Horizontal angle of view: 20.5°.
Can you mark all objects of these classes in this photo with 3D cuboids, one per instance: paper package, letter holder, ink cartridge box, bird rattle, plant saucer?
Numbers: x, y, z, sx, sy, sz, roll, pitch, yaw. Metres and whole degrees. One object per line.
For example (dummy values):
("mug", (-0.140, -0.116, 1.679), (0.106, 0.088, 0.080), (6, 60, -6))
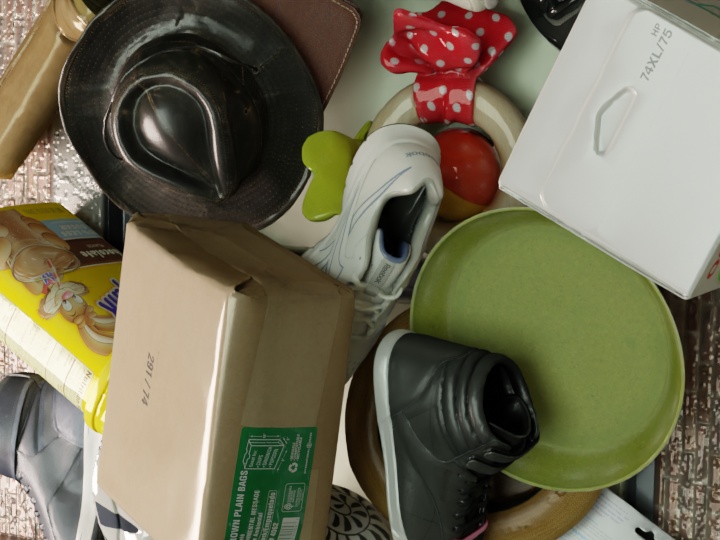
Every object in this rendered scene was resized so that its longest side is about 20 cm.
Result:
("paper package", (-0.095, 0.082, 1.355), (0.190, 0.103, 0.202), (30, 114, 58))
("letter holder", (-0.096, -0.150, 1.477), (0.141, 0.101, 0.201), (27, 111, -10))
("ink cartridge box", (0.210, -0.088, 1.264), (0.145, 0.200, 0.148), (33, 110, 20))
("bird rattle", (0.057, -0.092, 1.424), (0.163, 0.113, 0.200), (42, 103, 1))
("plant saucer", (0.126, 0.049, 1.313), (0.198, 0.031, 0.202), (14, 117, 28))

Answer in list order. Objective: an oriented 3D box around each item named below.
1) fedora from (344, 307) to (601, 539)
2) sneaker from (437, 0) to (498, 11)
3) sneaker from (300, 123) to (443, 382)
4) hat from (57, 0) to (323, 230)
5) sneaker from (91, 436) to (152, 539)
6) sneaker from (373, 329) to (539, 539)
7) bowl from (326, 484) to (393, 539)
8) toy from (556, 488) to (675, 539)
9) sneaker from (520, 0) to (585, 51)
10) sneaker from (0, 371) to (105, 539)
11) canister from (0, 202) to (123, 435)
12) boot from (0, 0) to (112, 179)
("fedora", (0.089, 0.107, 1.418), (0.199, 0.082, 0.203), (2, 96, 19))
("sneaker", (0.019, -0.222, 1.388), (0.200, 0.081, 0.075), (37, 157, 41))
("sneaker", (0.000, 0.000, 1.356), (0.074, 0.087, 0.201), (16, 110, -15))
("hat", (-0.119, -0.100, 1.401), (0.198, 0.081, 0.202), (-1, 114, -2))
("sneaker", (-0.138, 0.207, 1.554), (0.128, 0.079, 0.201), (5, 94, 20))
("sneaker", (0.073, 0.138, 1.320), (0.099, 0.071, 0.202), (2, 111, 40))
("bowl", (-0.005, 0.232, 1.457), (0.201, 0.093, 0.202), (53, 155, 40))
("toy", (0.153, 0.263, 1.410), (0.115, 0.047, 0.201), (36, 90, 16))
("sneaker", (0.115, -0.217, 1.363), (0.076, 0.087, 0.201), (-40, 77, 25))
("sneaker", (-0.262, 0.182, 1.606), (0.145, 0.077, 0.205), (4, 88, 16))
("canister", (-0.211, 0.035, 1.532), (0.199, 0.148, 0.087), (37, 113, 21))
("boot", (-0.239, -0.148, 1.530), (0.066, 0.176, 0.201), (31, 111, -15))
